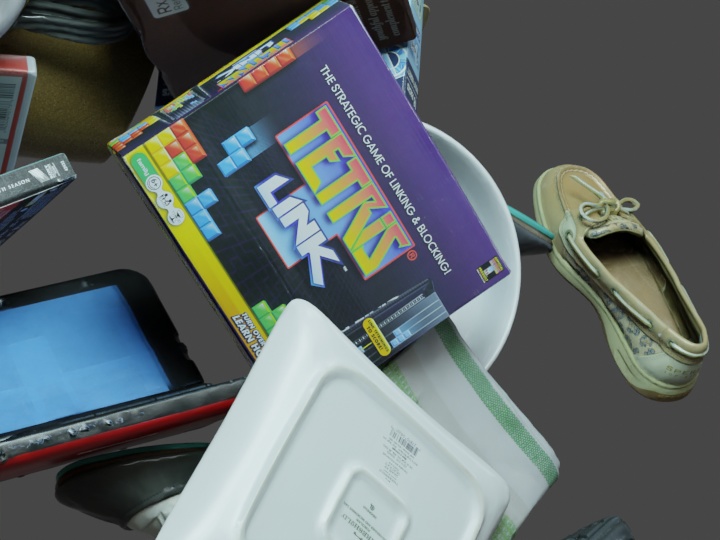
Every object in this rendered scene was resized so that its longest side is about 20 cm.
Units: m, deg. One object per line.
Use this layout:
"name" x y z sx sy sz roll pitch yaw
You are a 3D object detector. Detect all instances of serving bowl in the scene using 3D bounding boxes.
"serving bowl" 0.000 0.000 1.459 0.200 0.066 0.201 1 87 -21

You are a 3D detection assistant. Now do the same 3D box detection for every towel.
"towel" 0.034 0.133 1.378 0.149 0.031 0.200 50 51 -11

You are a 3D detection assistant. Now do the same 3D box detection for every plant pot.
"plant pot" -0.240 -0.153 1.472 0.200 0.186 0.187 24 46 -16

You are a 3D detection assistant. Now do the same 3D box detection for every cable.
"cable" -0.232 -0.147 1.366 0.097 0.050 0.200 39 34 28

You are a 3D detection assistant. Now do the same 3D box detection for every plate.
"plate" -0.005 0.147 1.306 0.200 0.032 0.200 43 56 -22

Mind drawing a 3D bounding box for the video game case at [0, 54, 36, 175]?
"video game case" -0.311 -0.085 1.393 0.200 0.143 0.017 2 49 -20

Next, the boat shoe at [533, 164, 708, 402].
"boat shoe" 0.187 -0.004 1.571 0.073 0.063 0.200 -12 57 -29

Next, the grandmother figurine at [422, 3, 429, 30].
"grandmother figurine" -0.032 -0.233 1.565 0.121 0.061 0.200 -25 65 -29

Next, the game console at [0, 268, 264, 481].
"game console" -0.180 0.056 1.344 0.200 0.172 0.119 -14 84 -26

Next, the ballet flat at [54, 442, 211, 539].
"ballet flat" -0.082 0.132 1.354 0.200 0.068 0.069 -10 66 -25

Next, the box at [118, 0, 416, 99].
"box" -0.076 -0.241 1.409 0.164 0.166 0.200 -17 66 4

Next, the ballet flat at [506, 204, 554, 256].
"ballet flat" 0.045 -0.045 1.542 0.200 0.073 0.073 33 42 -29

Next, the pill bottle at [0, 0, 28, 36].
"pill bottle" -0.224 -0.213 1.313 0.111 0.111 0.200 21 32 -3

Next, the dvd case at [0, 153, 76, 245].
"dvd case" -0.281 -0.009 1.345 0.200 0.146 0.022 -25 86 -34

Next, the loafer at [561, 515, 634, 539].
"loafer" 0.112 0.222 1.358 0.070 0.068 0.201 50 47 -2

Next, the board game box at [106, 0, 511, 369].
"board game box" -0.029 -0.036 1.357 0.165 0.057 0.200 -35 109 -6

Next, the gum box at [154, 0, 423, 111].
"gum box" -0.043 -0.194 1.499 0.170 0.045 0.200 -1 70 13
